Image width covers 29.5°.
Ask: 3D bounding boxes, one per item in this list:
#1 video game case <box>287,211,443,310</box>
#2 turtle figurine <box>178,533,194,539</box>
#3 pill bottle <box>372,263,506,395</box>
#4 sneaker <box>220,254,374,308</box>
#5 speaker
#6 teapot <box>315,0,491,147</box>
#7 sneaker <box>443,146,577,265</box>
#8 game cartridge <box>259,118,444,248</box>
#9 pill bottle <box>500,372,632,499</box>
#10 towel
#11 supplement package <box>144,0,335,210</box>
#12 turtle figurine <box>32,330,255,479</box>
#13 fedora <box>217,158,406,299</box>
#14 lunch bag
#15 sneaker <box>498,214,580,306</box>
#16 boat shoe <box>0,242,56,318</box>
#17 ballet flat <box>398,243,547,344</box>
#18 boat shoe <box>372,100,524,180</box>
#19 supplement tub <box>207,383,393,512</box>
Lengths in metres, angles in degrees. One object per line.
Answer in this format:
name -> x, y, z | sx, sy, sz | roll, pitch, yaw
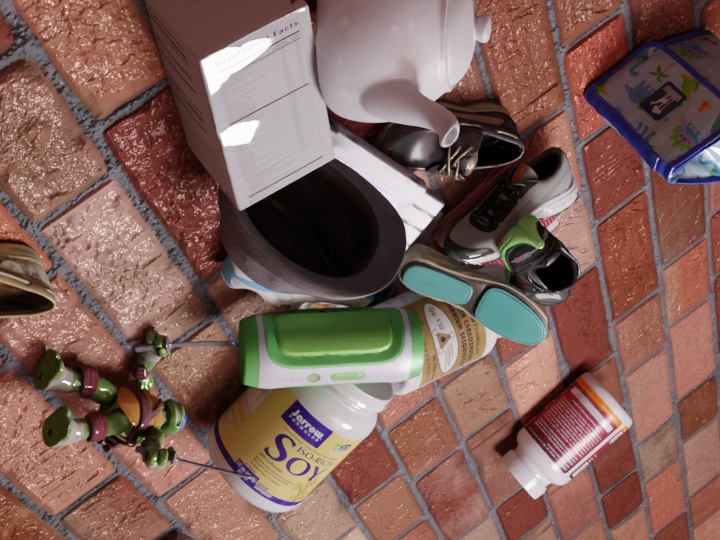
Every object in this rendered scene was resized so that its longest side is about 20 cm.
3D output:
video game case -> 0.000, 0.000, 1.638 | 0.143, 0.018, 0.200 | 4, 126, -47
turtle figurine -> -0.251, 0.452, 1.759 | 0.194, 0.199, 0.144 | -46, 121, -36
pill bottle -> 0.106, 0.067, 1.702 | 0.199, 0.114, 0.115 | -23, 143, -28
sneaker -> -0.066, 0.003, 1.524 | 0.200, 0.077, 0.081 | 22, 129, -41
speaker -> -0.034, 0.086, 1.522 | 0.199, 0.089, 0.089 | -2, 136, -10
teapot -> 0.046, -0.229, 1.245 | 0.197, 0.145, 0.201 | -55, 147, -71
sneaker -> 0.175, -0.080, 1.641 | 0.200, 0.074, 0.080 | -37, 138, -20
game cartridge -> -0.018, -0.077, 1.467 | 0.200, 0.038, 0.130 | 31, 103, -34
pill bottle -> 0.324, 0.266, 2.179 | 0.200, 0.113, 0.113 | -42, 147, 2
towel -> 0.174, -0.056, 1.742 | 0.144, 0.023, 0.200 | -43, 147, 3
supplement package -> -0.106, -0.175, 1.247 | 0.113, 0.110, 0.200 | -30, 145, -15
turtle figurine -> -0.233, 0.134, 1.454 | 0.193, 0.200, 0.145 | 11, 88, -45
fedora -> -0.063, -0.035, 1.370 | 0.199, 0.177, 0.090 | 28, 139, -12
lunch bag -> 0.397, -0.193, 1.671 | 0.199, 0.170, 0.128 | -20, 142, -25
sneaker -> 0.219, 0.006, 1.633 | 0.077, 0.084, 0.200 | -46, 153, -1
boat shoe -> -0.371, 0.013, 1.243 | 0.199, 0.063, 0.073 | -5, 134, -41
ballet flat -> 0.140, 0.021, 1.635 | 0.199, 0.062, 0.068 | 27, 124, -7
boat shoe -> 0.105, -0.143, 1.525 | 0.199, 0.073, 0.075 | -14, 139, -33
supplement tub -> -0.071, 0.177, 1.643 | 0.200, 0.146, 0.145 | -46, 146, 17
